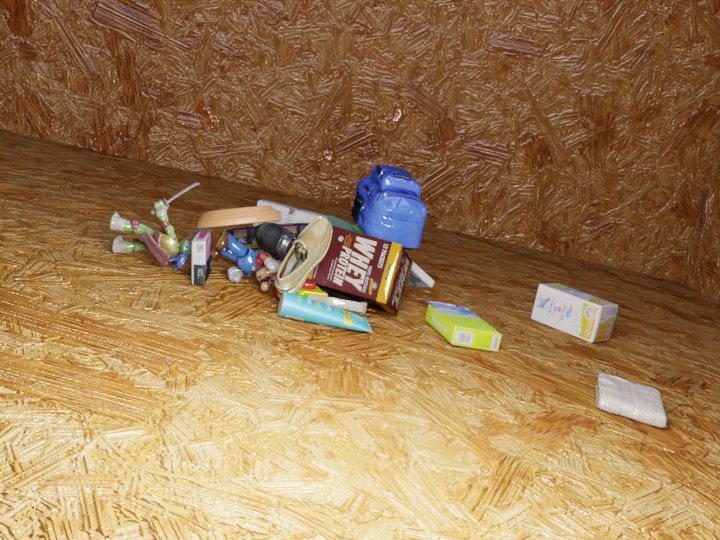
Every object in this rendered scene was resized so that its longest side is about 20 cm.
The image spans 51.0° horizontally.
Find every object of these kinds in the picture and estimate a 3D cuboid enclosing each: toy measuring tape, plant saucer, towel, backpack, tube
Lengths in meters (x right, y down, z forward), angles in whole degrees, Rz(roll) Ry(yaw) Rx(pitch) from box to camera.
[{"bbox_3d":[-0.084,0.058,1.634,0.195,0.076,0.074,8,11,-9],"label":"toy measuring tape"},{"bbox_3d":[-0.280,-0.124,1.735,0.194,0.039,0.200,-6,5,0],"label":"plant saucer"},{"bbox_3d":[0.534,0.253,1.495,0.129,0.035,0.200,15,11,14],"label":"towel"},{"bbox_3d":[0.070,-0.149,1.799,0.158,0.172,0.201,4,26,-15],"label":"backpack"},{"bbox_3d":[-0.073,0.092,1.568,0.195,0.051,0.078,15,20,-16],"label":"tube"}]

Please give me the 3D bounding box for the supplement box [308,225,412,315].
[{"bbox_3d":[0.000,0.000,1.726,0.195,0.136,0.197,15,-7,14],"label":"supplement box"}]

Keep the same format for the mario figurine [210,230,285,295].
[{"bbox_3d":[-0.243,-0.002,1.693,0.197,0.108,0.123,28,4,-11],"label":"mario figurine"}]

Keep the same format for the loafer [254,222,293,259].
[{"bbox_3d":[-0.194,-0.069,1.650,0.069,0.069,0.200,28,-1,-18],"label":"loafer"}]

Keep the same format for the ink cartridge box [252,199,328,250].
[{"bbox_3d":[-0.200,-0.101,2.102,0.195,0.150,0.086,14,9,4],"label":"ink cartridge box"}]

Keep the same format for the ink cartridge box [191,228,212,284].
[{"bbox_3d":[-0.358,-0.036,1.716,0.036,0.097,0.200,1,12,-8],"label":"ink cartridge box"}]

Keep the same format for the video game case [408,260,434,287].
[{"bbox_3d":[0.079,-0.020,2.007,0.199,0.024,0.180,40,-19,-24],"label":"video game case"}]

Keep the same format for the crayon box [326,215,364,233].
[{"bbox_3d":[-0.015,-0.042,1.942,0.169,0.059,0.201,23,-24,9],"label":"crayon box"}]

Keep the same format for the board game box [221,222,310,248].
[{"bbox_3d":[-0.233,-0.089,1.941,0.197,0.058,0.163,-1,3,42],"label":"board game box"}]

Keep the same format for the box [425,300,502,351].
[{"bbox_3d":[0.230,0.126,1.737,0.119,0.049,0.200,11,11,-17],"label":"box"}]

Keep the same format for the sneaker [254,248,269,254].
[{"bbox_3d":[-0.206,-0.034,1.977,0.079,0.079,0.197,9,4,43],"label":"sneaker"}]

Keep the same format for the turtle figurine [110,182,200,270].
[{"bbox_3d":[-0.471,-0.094,1.754,0.188,0.205,0.144,7,-19,-2],"label":"turtle figurine"}]

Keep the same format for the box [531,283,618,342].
[{"bbox_3d":[0.590,0.114,2.081,0.111,0.104,0.198,1,16,-46],"label":"box"}]

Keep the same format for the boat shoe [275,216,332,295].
[{"bbox_3d":[-0.117,-0.042,1.592,0.070,0.203,0.077,17,-29,16],"label":"boat shoe"}]
